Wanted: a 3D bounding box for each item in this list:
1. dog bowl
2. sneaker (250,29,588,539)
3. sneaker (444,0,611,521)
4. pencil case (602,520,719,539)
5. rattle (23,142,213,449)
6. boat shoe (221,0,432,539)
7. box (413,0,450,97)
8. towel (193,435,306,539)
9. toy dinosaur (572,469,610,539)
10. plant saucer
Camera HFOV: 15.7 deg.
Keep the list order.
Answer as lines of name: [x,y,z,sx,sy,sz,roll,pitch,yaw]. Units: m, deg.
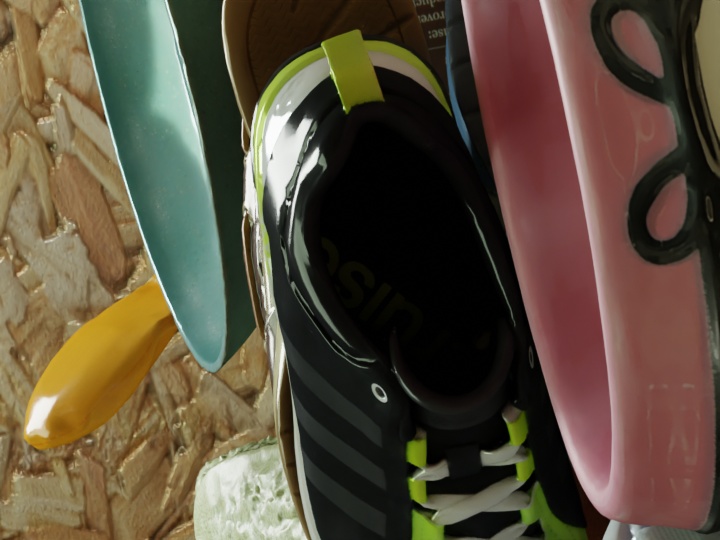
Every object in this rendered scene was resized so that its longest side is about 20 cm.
dog bowl: [0.070,-0.034,0.563,0.200,0.074,0.201,167,90,-88]
sneaker: [0.014,0.036,0.665,0.083,0.071,0.201,-121,12,-74]
sneaker: [0.068,-0.014,0.716,0.082,0.074,0.201,80,179,-77]
pencil case: [0.042,0.140,0.652,0.091,0.200,0.083,30,-153,-23]
rattle: [-0.013,0.035,1.030,0.200,0.130,0.143,31,-106,-51]
boat shoe: [0.000,0.000,0.748,0.072,0.072,0.201,-127,23,-80]
box: [0.036,-0.043,0.796,0.075,0.100,0.201,-21,-79,-65]
towel: [0.003,0.119,0.920,0.200,0.036,0.149,-25,71,49]
toy dinosaur: [0.089,0.051,0.942,0.200,0.105,0.182,44,161,7]
plant saucer: [-0.059,-0.067,0.881,0.200,0.036,0.201,165,90,-78]
